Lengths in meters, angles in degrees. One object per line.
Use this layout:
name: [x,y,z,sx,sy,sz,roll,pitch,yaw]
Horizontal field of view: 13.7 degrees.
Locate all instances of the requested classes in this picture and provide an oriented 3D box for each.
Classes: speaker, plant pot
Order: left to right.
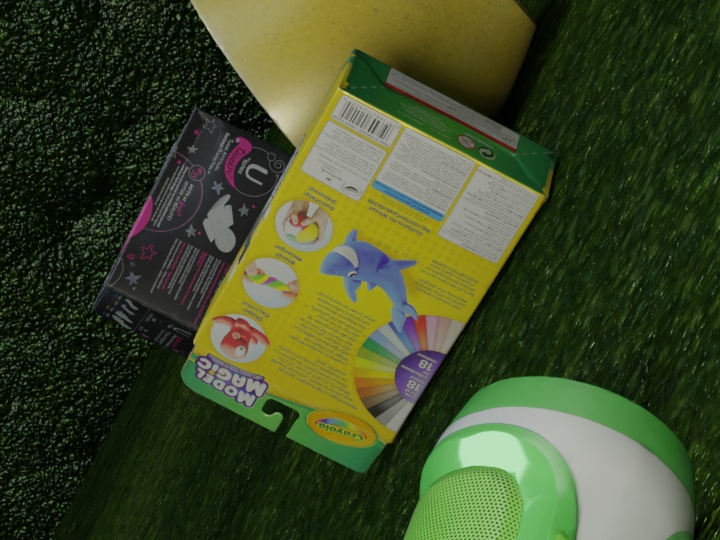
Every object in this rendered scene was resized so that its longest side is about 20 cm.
plant pot: [0.016,-0.135,1.706,0.142,0.200,0.200,-37,11,8]
speaker: [0.034,0.129,0.836,0.088,0.088,0.200,-54,11,55]

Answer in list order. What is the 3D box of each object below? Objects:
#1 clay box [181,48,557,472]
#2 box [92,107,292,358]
clay box: [0.000,0.000,1.480,0.200,0.115,0.048,-58,7,34]
box: [-0.161,-0.033,2.888,0.200,0.115,0.132,-64,5,-16]
